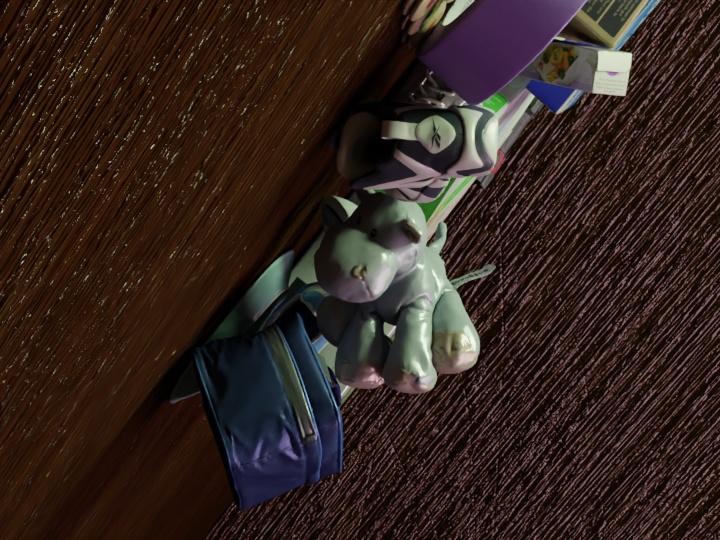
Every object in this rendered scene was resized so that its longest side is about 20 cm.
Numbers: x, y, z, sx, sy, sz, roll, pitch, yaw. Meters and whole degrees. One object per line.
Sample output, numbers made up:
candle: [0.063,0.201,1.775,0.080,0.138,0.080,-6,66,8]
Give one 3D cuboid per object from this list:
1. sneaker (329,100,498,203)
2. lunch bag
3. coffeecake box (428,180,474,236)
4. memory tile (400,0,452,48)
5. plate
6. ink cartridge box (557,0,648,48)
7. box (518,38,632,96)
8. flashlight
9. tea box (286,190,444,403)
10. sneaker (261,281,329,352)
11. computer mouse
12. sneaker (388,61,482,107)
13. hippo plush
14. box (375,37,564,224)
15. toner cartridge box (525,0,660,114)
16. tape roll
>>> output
sneaker: [0.023,-0.105,1.560,0.199,0.128,0.080,-178,-87,-68]
lunch bag: [-0.080,0.139,1.743,0.131,0.137,0.200,-18,159,-7]
coffeecake box: [0.106,-0.122,2.419,0.200,0.073,0.153,-53,176,20]
memory tile: [0.099,-0.268,1.442,0.200,0.017,0.153,-52,176,-5]
plate: [-0.124,0.063,1.836,0.201,0.026,0.200,-51,177,-4]
ink cartridge box: [0.221,-0.297,1.652,0.165,0.075,0.200,-52,-162,1]
box: [0.174,-0.192,1.639,0.200,0.041,0.039,26,-70,61]
flashlight: [0.242,-0.236,3.055,0.201,0.067,0.068,-56,172,-5]
tea box: [-0.017,0.038,2.033,0.200,0.133,0.197,-51,177,-4]
sneaker: [-0.087,0.085,1.859,0.072,0.072,0.200,-7,143,-52]
computer mouse: [0.000,0.000,1.841,0.044,0.110,0.201,-24,139,-18]
sneaker: [0.061,-0.153,1.679,0.200,0.075,0.087,-54,169,32]
hippo plush: [0.042,0.009,1.696,0.200,0.159,0.161,-38,145,-15]
box: [0.103,-0.165,1.861,0.176,0.097,0.200,-45,172,-42]
toner cartridge box: [0.247,-0.245,1.746,0.200,0.043,0.095,-50,173,19]
tape roll: [0.134,-0.233,1.484,0.200,0.066,0.200,-49,-171,11]
